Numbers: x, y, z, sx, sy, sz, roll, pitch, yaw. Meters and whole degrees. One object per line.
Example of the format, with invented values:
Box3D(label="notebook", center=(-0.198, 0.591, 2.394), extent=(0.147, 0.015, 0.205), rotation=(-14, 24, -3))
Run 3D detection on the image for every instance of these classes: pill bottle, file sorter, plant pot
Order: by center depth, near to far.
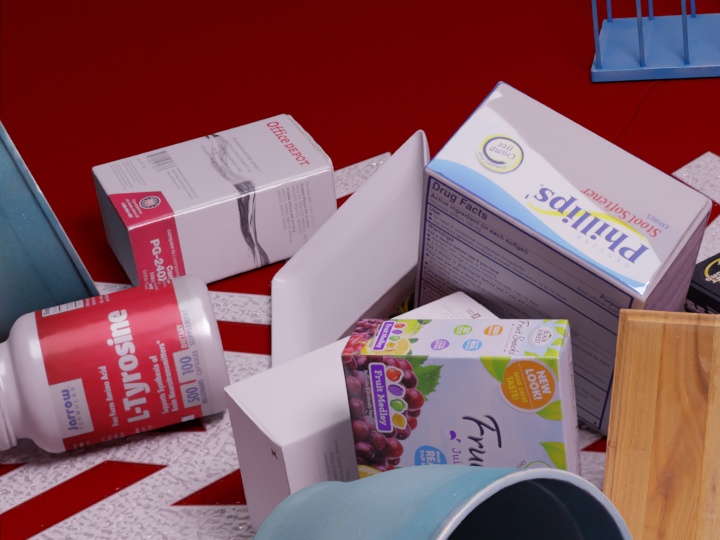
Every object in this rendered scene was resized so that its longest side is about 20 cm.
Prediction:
Box3D(label="plant pot", center=(0.033, 0.206, 1.097), extent=(0.199, 0.202, 0.187), rotation=(-31, 22, -35))
Box3D(label="pill bottle", center=(-0.208, 0.078, 1.471), extent=(0.198, 0.113, 0.112), rotation=(-14, 29, -8))
Box3D(label="plant pot", center=(-0.352, -0.013, 1.614), extent=(0.187, 0.201, 0.200), rotation=(-31, 33, -8))
Box3D(label="file sorter", center=(0.341, -0.284, 1.947), extent=(0.198, 0.124, 0.139), rotation=(-1, 29, 15))

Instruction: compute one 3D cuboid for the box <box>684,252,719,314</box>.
Box3D(label="box", center=(0.372, 0.004, 1.463), extent=(0.198, 0.050, 0.161), rotation=(-24, 26, -12))

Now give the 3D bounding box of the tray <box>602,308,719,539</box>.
Box3D(label="tray", center=(0.207, 0.129, 1.199), extent=(0.098, 0.202, 0.037), rotation=(3, -12, 21))

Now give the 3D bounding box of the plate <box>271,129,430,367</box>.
Box3D(label="plate", center=(0.000, 0.000, 1.537), extent=(0.200, 0.032, 0.200), rotation=(-45, 22, 21))

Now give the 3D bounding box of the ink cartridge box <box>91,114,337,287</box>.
Box3D(label="ink cartridge box", center=(-0.132, -0.061, 1.726), extent=(0.198, 0.084, 0.145), rotation=(-17, 29, -14))

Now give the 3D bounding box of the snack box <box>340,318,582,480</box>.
Box3D(label="snack box", center=(0.071, 0.131, 1.205), extent=(0.141, 0.202, 0.053), rotation=(-1, 27, 15))

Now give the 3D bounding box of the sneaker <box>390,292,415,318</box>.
Box3D(label="sneaker", center=(0.070, 0.027, 1.542), extent=(0.084, 0.075, 0.200), rotation=(-33, 30, -13))

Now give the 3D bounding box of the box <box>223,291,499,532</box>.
Box3D(label="box", center=(0.019, 0.118, 1.322), extent=(0.198, 0.126, 0.097), rotation=(-21, 30, -21))

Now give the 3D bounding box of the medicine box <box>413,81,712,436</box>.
Box3D(label="medicine box", center=(0.142, -0.006, 1.360), extent=(0.181, 0.201, 0.103), rotation=(32, 61, 18))
